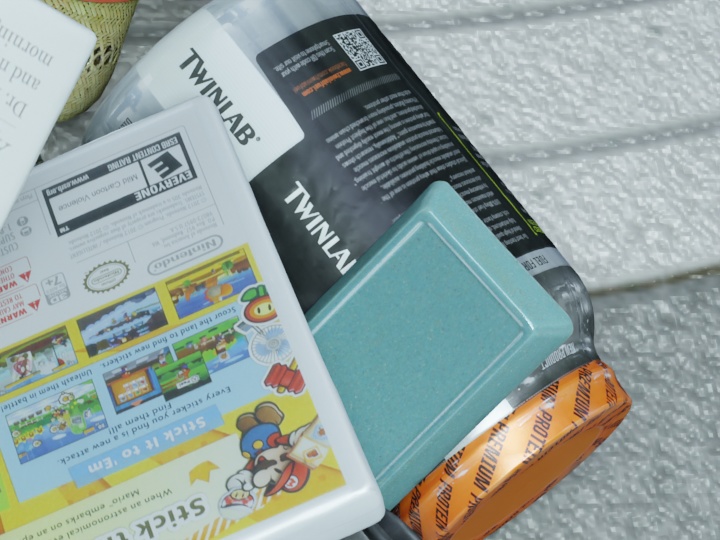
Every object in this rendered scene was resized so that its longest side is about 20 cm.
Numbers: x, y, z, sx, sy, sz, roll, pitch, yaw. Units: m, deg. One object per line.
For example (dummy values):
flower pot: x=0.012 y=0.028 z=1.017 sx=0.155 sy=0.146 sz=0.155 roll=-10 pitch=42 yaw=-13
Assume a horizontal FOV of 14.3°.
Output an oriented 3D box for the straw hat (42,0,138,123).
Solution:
straw hat: x=-0.131 y=-0.098 z=1.063 sx=0.201 sy=0.201 sz=0.085 roll=14 pitch=103 yaw=-10

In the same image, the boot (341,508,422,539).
boot: x=-0.038 y=0.118 z=0.951 sx=0.200 sy=0.132 sz=0.070 roll=43 pitch=15 yaw=-5

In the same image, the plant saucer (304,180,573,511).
plant saucer: x=-0.020 y=0.062 z=0.976 sx=0.070 sy=0.200 sz=0.019 roll=48 pitch=17 yaw=11

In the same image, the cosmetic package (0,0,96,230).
cosmetic package: x=-0.221 y=-0.033 z=0.873 sx=0.165 sy=0.165 sz=0.200 roll=32 pitch=83 yaw=-39

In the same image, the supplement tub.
supplement tub: x=0.000 y=0.000 z=1.041 sx=0.122 sy=0.123 sz=0.200 roll=-30 pitch=74 yaw=-30

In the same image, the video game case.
video game case: x=-0.112 y=0.047 z=0.932 sx=0.200 sy=0.023 sz=0.182 roll=-23 pitch=51 yaw=-1

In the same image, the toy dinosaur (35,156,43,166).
toy dinosaur: x=-0.193 y=-0.005 z=1.028 sx=0.088 sy=0.047 sz=0.200 roll=41 pitch=61 yaw=-1
